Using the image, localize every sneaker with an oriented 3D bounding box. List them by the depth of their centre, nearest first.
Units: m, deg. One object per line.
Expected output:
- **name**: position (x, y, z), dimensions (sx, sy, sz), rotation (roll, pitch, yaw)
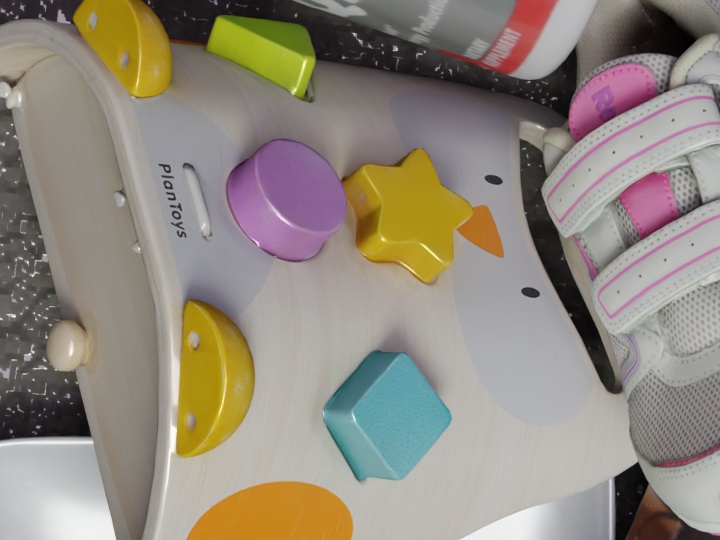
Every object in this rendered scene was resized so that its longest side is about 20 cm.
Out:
- **sneaker**: position (0.090, -0.012, 0.750), dimensions (0.081, 0.201, 0.088), rotation (-34, 125, 23)

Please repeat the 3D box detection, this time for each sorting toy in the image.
- **sorting toy**: position (0.000, 0.000, 0.769), dimensions (0.179, 0.107, 0.201), rotation (-1, 61, -31)

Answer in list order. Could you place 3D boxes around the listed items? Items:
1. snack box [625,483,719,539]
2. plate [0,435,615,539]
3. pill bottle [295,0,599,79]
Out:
- **snack box**: position (0.149, 0.115, 0.745), dimensions (0.024, 0.200, 0.072), rotation (-4, 125, -37)
- **plate**: position (-0.020, 0.147, 0.826), dimensions (0.199, 0.032, 0.201), rotation (-2, 94, -7)
- **pill bottle**: position (-0.021, -0.139, 0.772), dimensions (0.199, 0.114, 0.114), rotation (18, 90, -6)
